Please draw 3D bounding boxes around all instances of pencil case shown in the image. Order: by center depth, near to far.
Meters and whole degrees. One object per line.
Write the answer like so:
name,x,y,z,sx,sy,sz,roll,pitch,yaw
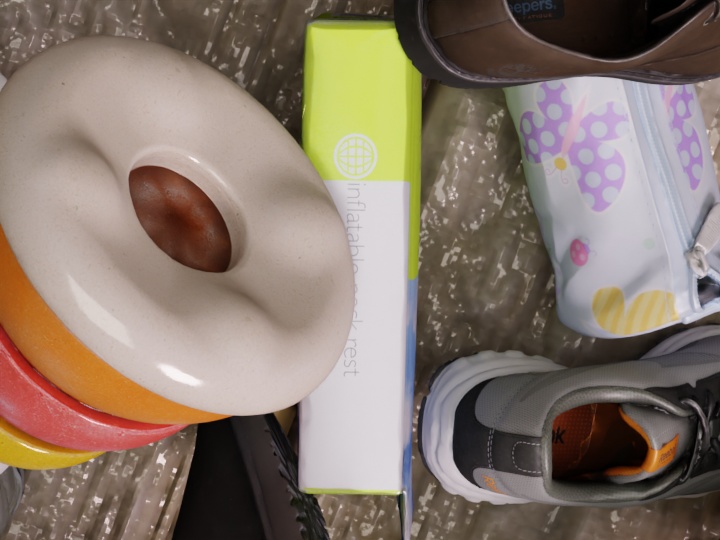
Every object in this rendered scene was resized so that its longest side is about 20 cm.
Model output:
pencil case,0.096,-0.073,0.817,0.083,0.091,0.201,-18,99,-3

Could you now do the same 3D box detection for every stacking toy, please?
stacking toy,-0.111,0.025,0.725,0.146,0.146,0.200,43,126,-10

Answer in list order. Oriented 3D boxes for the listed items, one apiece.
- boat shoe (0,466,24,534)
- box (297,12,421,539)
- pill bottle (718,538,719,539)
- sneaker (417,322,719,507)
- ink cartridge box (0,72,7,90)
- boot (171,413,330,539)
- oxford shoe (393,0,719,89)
boat shoe,-0.217,0.041,0.807,0.075,0.086,0.202,-40,101,2
box,0.000,0.000,0.803,0.047,0.122,0.201,2,98,0
pill bottle,0.194,0.134,0.800,0.200,0.111,0.112,-34,104,-42
sneaker,0.124,0.067,0.830,0.200,0.079,0.074,-5,100,-30
ink cartridge box,-0.225,-0.054,0.786,0.200,0.050,0.162,44,86,-1
boot,-0.112,0.132,0.799,0.200,0.165,0.066,-26,123,2
oxford shoe,0.119,-0.102,0.730,0.199,0.084,0.073,-16,97,-24
